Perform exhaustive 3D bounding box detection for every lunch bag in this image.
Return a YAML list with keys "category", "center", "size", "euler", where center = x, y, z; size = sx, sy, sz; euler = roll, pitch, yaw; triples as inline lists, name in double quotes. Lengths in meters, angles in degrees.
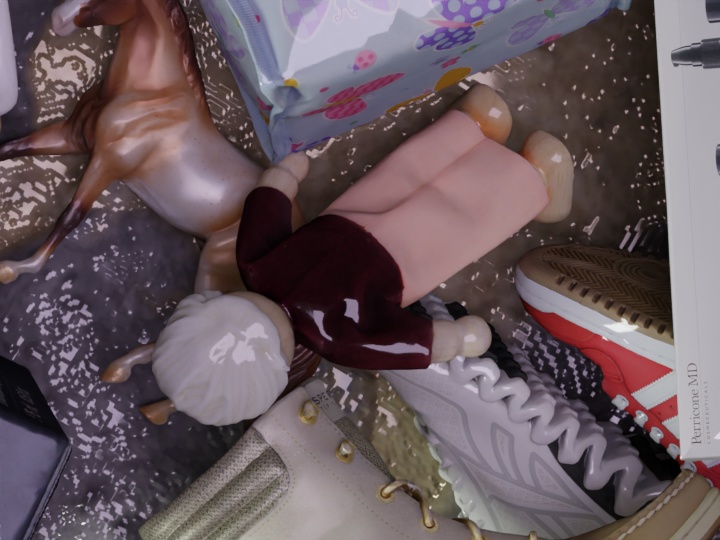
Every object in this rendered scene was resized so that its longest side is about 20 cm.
- category: "lunch bag"
  center: [-0.001, -0.171, 1.187]
  size: [0.169, 0.127, 0.200]
  euler: [-25, 79, -6]

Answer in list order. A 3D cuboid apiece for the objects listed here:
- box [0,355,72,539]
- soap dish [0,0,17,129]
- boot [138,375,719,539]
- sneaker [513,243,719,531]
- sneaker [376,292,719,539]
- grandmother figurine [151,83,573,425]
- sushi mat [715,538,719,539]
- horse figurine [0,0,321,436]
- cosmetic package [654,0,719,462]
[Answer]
- category: "box"
  center: [-0.227, 0.061, 1.134]
  size: [0.200, 0.197, 0.118]
  euler: [25, 91, -12]
- category: "soap dish"
  center: [-0.211, -0.140, 1.137]
  size: [0.081, 0.157, 0.201]
  euler: [-6, 96, 31]
- category: "boot"
  center: [0.030, 0.100, 1.184]
  size: [0.200, 0.072, 0.155]
  euler: [-35, 79, -5]
- category: "sneaker"
  center: [0.144, 0.069, 1.232]
  size: [0.200, 0.071, 0.113]
  euler: [24, 119, 17]
- category: "sneaker"
  center: [0.062, 0.079, 1.257]
  size: [0.200, 0.075, 0.081]
  euler: [37, 100, -16]
- category: "grandmother figurine"
  center: [0.000, 0.000, 1.189]
  size: [0.200, 0.121, 0.061]
  euler: [-33, 142, -34]
- category: "sushi mat"
  center: [0.159, 0.211, 1.291]
  size: [0.096, 0.012, 0.200]
  euler: [-34, 118, -7]
- category: "horse figurine"
  center: [-0.078, -0.020, 1.230]
  size: [0.133, 0.050, 0.200]
  euler: [-43, 101, 1]
- category: "cosmetic package"
  center: [0.158, -0.029, 1.157]
  size: [0.082, 0.051, 0.201]
  euler: [-4, 85, 11]
